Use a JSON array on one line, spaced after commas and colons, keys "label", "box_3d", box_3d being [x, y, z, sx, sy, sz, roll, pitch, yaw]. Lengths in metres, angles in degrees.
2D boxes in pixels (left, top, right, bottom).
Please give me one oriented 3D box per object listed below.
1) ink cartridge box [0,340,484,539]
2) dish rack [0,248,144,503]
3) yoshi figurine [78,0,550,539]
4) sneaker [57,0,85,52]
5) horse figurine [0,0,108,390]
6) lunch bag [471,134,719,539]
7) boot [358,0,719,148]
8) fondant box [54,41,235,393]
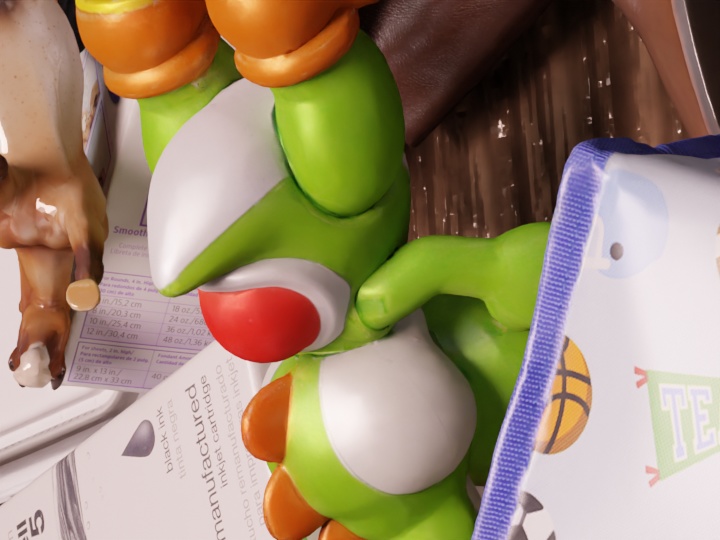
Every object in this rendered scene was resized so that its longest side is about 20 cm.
[{"label": "ink cartridge box", "box_3d": [-0.042, 0.120, 0.905, 0.200, 0.084, 0.146, -37, 59, 48]}, {"label": "dish rack", "box_3d": [-0.137, -0.005, 1.084, 0.200, 0.043, 0.173, -23, 69, 51]}, {"label": "yoshi figurine", "box_3d": [0.006, -0.008, 0.779, 0.113, 0.111, 0.201, -102, -7, -67]}, {"label": "sneaker", "box_3d": [-0.114, -0.151, 0.921, 0.077, 0.086, 0.201, -22, 67, 11]}, {"label": "horse figurine", "box_3d": [-0.107, -0.061, 0.815, 0.133, 0.050, 0.201, -149, 42, -86]}, {"label": "lunch bag", "box_3d": [0.113, 0.087, 0.619, 0.169, 0.124, 0.201, 19, 101, 28]}, {"label": "boot", "box_3d": [0.050, -0.069, 0.805, 0.200, 0.064, 0.187, -35, 57, 50]}, {"label": "fondant box", "box_3d": [-0.056, -0.080, 0.898, 0.145, 0.058, 0.201, -104, 25, -50]}]
